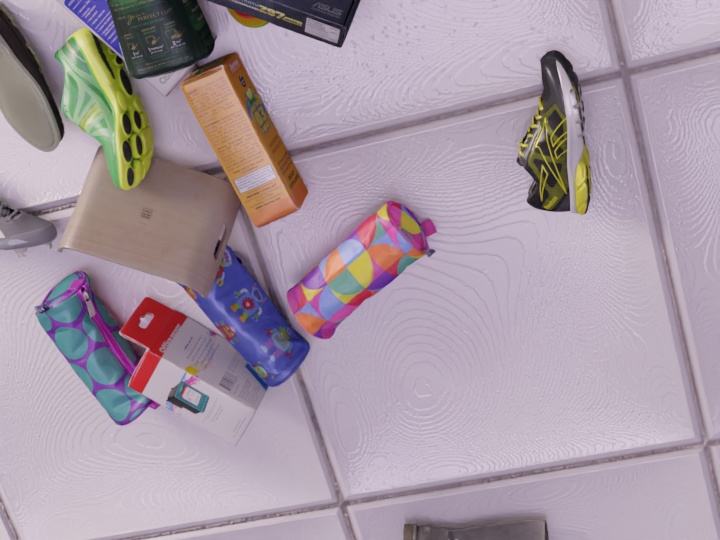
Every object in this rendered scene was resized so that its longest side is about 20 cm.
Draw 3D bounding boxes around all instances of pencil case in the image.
[{"bbox_3d":[0.000,0.000,1.666,0.200,0.088,0.088,-39,102,23],"label":"pencil case"},{"bbox_3d":[-0.147,0.053,1.718,0.200,0.087,0.078,50,148,-12],"label":"pencil case"},{"bbox_3d":[-0.342,0.104,1.770,0.092,0.085,0.201,-17,113,45],"label":"pencil case"}]

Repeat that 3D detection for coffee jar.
[{"bbox_3d":[-0.244,-0.325,1.520,0.104,0.085,0.201,-11,114,16],"label":"coffee jar"}]

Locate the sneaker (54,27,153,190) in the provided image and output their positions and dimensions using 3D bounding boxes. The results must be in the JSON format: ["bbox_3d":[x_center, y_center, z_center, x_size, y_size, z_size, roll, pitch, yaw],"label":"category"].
[{"bbox_3d":[-0.313,-0.192,1.638,0.083,0.074,0.201,-19,90,28],"label":"sneaker"}]

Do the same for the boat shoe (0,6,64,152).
[{"bbox_3d":[-0.419,-0.242,1.645,0.071,0.061,0.202,-21,108,31],"label":"boat shoe"}]

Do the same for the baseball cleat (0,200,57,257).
[{"bbox_3d":[-0.488,-0.079,1.725,0.198,0.070,0.107,4,114,8],"label":"baseball cleat"}]

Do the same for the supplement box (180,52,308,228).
[{"bbox_3d":[-0.139,-0.158,1.630,0.068,0.067,0.201,-23,108,19],"label":"supplement box"}]

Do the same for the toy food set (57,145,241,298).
[{"bbox_3d":[-0.260,-0.061,1.665,0.199,0.060,0.144,17,72,4],"label":"toy food set"}]

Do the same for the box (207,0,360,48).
[{"bbox_3d":[-0.085,-0.353,1.492,0.199,0.159,0.051,21,158,1],"label":"box"}]

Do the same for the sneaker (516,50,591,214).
[{"bbox_3d":[0.219,-0.154,1.562,0.084,0.075,0.201,-6,112,13],"label":"sneaker"}]

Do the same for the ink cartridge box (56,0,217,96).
[{"bbox_3d":[-0.275,-0.308,1.597,0.200,0.037,0.095,41,115,-16],"label":"ink cartridge box"}]

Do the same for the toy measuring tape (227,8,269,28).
[{"bbox_3d":[-0.157,-0.321,1.565,0.199,0.074,0.074,7,115,17],"label":"toy measuring tape"}]

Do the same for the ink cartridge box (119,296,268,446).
[{"bbox_3d":[-0.220,0.128,1.742,0.199,0.116,0.067,30,116,-3],"label":"ink cartridge box"}]

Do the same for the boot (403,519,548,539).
[{"bbox_3d":[0.160,0.418,1.835,0.198,0.073,0.183,-2,115,3],"label":"boot"}]
